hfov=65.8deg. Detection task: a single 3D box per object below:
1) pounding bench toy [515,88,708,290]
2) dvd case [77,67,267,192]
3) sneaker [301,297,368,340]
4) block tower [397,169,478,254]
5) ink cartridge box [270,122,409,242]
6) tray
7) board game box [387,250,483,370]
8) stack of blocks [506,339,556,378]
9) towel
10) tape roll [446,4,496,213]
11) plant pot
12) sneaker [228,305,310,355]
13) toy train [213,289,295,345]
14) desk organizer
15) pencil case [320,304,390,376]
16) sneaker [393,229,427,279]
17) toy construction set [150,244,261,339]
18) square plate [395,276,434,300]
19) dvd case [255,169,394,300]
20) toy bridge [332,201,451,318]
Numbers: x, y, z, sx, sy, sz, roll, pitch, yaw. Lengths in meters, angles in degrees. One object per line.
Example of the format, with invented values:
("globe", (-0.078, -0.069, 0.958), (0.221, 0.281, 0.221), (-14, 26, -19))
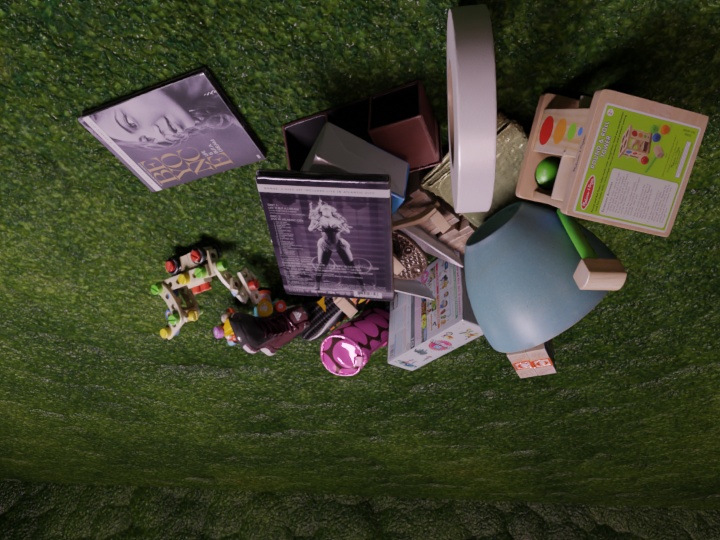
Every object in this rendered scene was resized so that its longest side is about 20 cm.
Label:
("pounding bench toy", (0.263, -0.091, 0.644), (0.122, 0.156, 0.203), (9, 104, -10))
("dvd case", (-0.246, -0.178, 0.741), (0.197, 0.016, 0.149), (-11, 144, 20))
("sneaker", (-0.041, 0.077, 1.048), (0.089, 0.071, 0.200), (4, 147, -37))
("block tower", (0.133, -0.078, 0.826), (0.199, 0.055, 0.057), (31, 137, -34))
("ink cartridge box", (-0.037, -0.071, 0.702), (0.115, 0.069, 0.200), (23, 138, -14))
("tray", (0.066, -0.066, 0.842), (0.199, 0.022, 0.107), (29, -179, -33))
("board game box", (0.129, 0.068, 0.960), (0.064, 0.150, 0.200), (21, 143, -25))
("stack of blocks", (0.267, 0.065, 0.897), (0.058, 0.203, 0.115), (-15, 142, 24))
("towel", (0.193, -0.121, 0.759), (0.198, 0.037, 0.148), (27, 130, -34))
("tape roll", (0.111, -0.162, 0.574), (0.036, 0.206, 0.204), (-3, 146, 7))
("plant pot", (0.216, -0.010, 0.742), (0.135, 0.200, 0.199), (50, 132, -8))
("sneaker", (-0.151, 0.090, 0.985), (0.114, 0.076, 0.200), (-30, 167, 2))
("toy train", (-0.212, 0.091, 1.111), (0.198, 0.056, 0.150), (-26, 165, 20))
("desk organizer", (-0.003, -0.160, 0.701), (0.197, 0.073, 0.077), (-12, 142, 21))
("pencil case", (0.005, 0.129, 1.031), (0.093, 0.200, 0.092), (25, 111, 17))
("sneaker", (0.012, -0.058, 0.823), (0.198, 0.076, 0.071), (26, 117, -8))
("toy construction set", (-0.274, 0.031, 0.958), (0.197, 0.133, 0.092), (-17, 180, 13))
("square plate", (0.000, 0.000, 0.897), (0.195, 0.029, 0.200), (16, -179, -17))
("dvd case", (-0.034, -0.035, 0.665), (0.146, 0.016, 0.202), (4, 140, 9))
("toy bridge", (0.034, -0.024, 0.768), (0.200, 0.027, 0.067), (-43, 112, 10))
